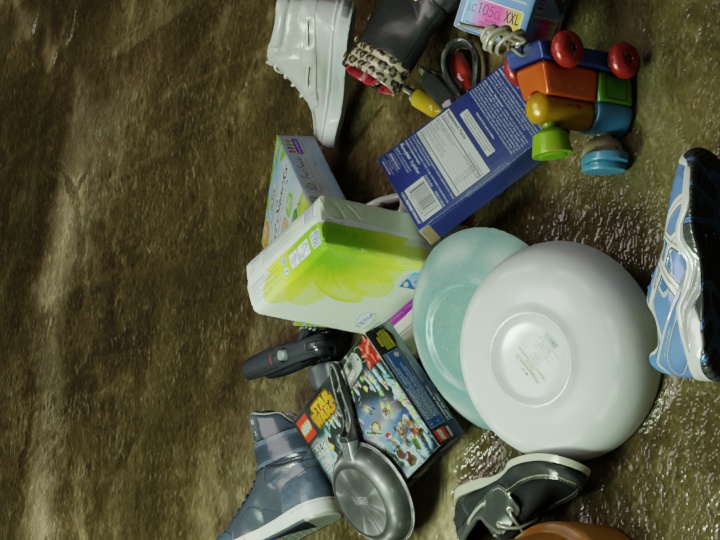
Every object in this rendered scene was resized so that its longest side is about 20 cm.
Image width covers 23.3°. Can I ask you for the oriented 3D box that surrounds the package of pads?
[{"bbox_3d":[0.000,0.000,1.782,0.154,0.198,0.069,-40,48,44],"label":"package of pads"}]

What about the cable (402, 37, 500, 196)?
[{"bbox_3d":[0.118,-0.164,1.815,0.097,0.050,0.201,-46,56,17],"label":"cable"}]

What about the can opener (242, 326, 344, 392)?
[{"bbox_3d":[-0.081,0.103,2.001,0.199,0.063,0.080,-12,71,54],"label":"can opener"}]

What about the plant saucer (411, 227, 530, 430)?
[{"bbox_3d":[0.115,0.062,1.671,0.200,0.038,0.203,13,110,40],"label":"plant saucer"}]

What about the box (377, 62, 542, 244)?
[{"bbox_3d":[0.122,-0.128,1.735,0.199,0.032,0.122,-37,46,9],"label":"box"}]

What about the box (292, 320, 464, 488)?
[{"bbox_3d":[0.014,0.160,1.785,0.138,0.040,0.200,56,142,15],"label":"box"}]

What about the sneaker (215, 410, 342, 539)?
[{"bbox_3d":[-0.108,0.241,1.979,0.202,0.076,0.148,-32,66,37],"label":"sneaker"}]

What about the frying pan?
[{"bbox_3d":[0.007,0.197,1.761,0.114,0.031,0.192,22,128,41],"label":"frying pan"}]

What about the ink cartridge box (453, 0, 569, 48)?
[{"bbox_3d":[0.168,-0.316,1.665,0.076,0.136,0.202,19,102,17],"label":"ink cartridge box"}]

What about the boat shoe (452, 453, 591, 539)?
[{"bbox_3d":[0.148,0.219,1.606,0.200,0.071,0.068,-39,33,55],"label":"boat shoe"}]

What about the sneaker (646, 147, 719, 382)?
[{"bbox_3d":[0.276,-0.005,1.477,0.077,0.075,0.202,-11,71,50],"label":"sneaker"}]

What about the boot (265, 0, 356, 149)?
[{"bbox_3d":[-0.059,-0.229,1.973,0.074,0.094,0.201,-73,-8,-48],"label":"boot"}]

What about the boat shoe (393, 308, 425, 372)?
[{"bbox_3d":[0.061,0.096,1.792,0.200,0.072,0.069,-44,47,30],"label":"boat shoe"}]

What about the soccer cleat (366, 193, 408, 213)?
[{"bbox_3d":[0.018,-0.045,1.870,0.199,0.086,0.071,-27,59,51],"label":"soccer cleat"}]

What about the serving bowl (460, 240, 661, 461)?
[{"bbox_3d":[0.167,0.076,1.561,0.198,0.066,0.203,3,96,34],"label":"serving bowl"}]

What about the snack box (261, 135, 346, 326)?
[{"bbox_3d":[-0.063,-0.046,1.965,0.200,0.052,0.144,-115,32,-58],"label":"snack box"}]

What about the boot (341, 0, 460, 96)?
[{"bbox_3d":[0.033,-0.274,1.883,0.151,0.073,0.200,-57,33,0],"label":"boot"}]

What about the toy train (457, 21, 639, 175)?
[{"bbox_3d":[0.166,-0.153,1.578,0.084,0.198,0.117,-17,72,53],"label":"toy train"}]

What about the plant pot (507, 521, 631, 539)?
[{"bbox_3d":[0.132,0.314,1.510,0.199,0.182,0.203,-22,63,52],"label":"plant pot"}]
